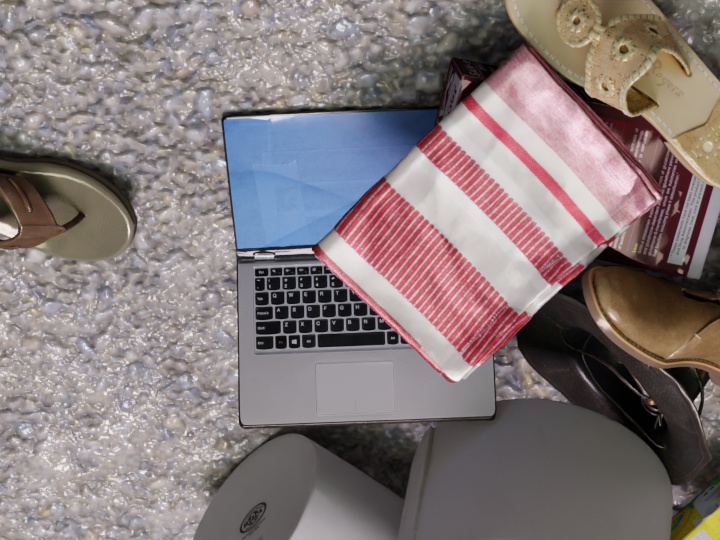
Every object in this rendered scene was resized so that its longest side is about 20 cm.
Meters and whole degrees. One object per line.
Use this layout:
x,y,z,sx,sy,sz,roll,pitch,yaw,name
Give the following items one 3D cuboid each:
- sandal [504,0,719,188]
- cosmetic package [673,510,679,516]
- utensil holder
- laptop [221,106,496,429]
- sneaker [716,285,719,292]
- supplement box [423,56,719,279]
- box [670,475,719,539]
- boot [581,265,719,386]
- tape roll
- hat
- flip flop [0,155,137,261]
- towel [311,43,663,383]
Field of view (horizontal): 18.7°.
0.189,-0.131,1.423,0.212,0.070,0.078,40,89,-10,sandal
0.262,0.303,1.828,0.112,0.081,0.200,18,129,-14,cosmetic package
-0.014,0.244,1.724,0.200,0.170,0.170,37,121,-24,utensil holder
0.000,0.000,1.549,0.186,0.201,0.116,-2,164,2,laptop
0.336,0.062,1.625,0.200,0.070,0.108,36,117,-19,sneaker
0.147,-0.069,1.499,0.199,0.061,0.109,12,107,-10,supplement box
0.331,0.193,1.706,0.200,0.048,0.117,-41,107,5,box
0.235,0.029,1.502,0.199,0.074,0.075,19,141,-36,boot
0.125,0.212,1.596,0.202,0.140,0.203,6,134,6,tape roll
0.205,0.063,1.609,0.081,0.200,0.201,-44,129,-17,hat
-0.256,-0.048,1.541,0.199,0.058,0.081,21,127,-17,flip flop
0.086,-0.034,1.462,0.200,0.023,0.144,-43,107,10,towel
